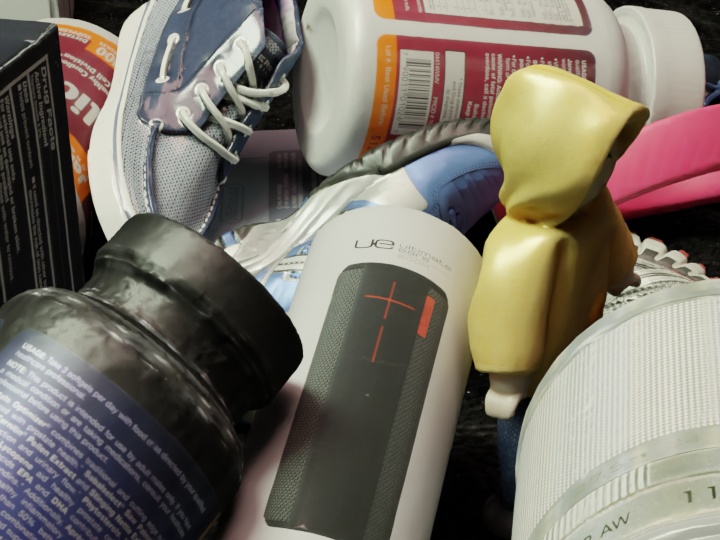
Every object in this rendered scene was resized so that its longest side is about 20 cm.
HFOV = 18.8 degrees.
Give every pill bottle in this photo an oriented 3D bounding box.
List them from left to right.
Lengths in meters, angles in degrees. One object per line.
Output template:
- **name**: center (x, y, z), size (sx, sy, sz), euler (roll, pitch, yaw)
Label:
- **pill bottle**: center (-0.181, -0.045, 1.112), size (0.114, 0.114, 0.200), euler (4, 27, 12)
- **pill bottle**: center (-0.114, 0.078, 0.780), size (0.112, 0.112, 0.200), euler (22, 63, 39)
- **pill bottle**: center (0.073, -0.099, 1.148), size (0.200, 0.110, 0.110), euler (3, 24, -18)

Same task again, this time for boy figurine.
- **boy figurine**: center (0.086, 0.010, 0.890), size (0.064, 0.200, 0.124), euler (14, 26, 28)

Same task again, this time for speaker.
- **speaker**: center (-0.004, 0.067, 0.856), size (0.081, 0.081, 0.200), euler (5, 44, 13)

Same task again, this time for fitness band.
- **fitness band**: center (0.150, -0.043, 1.068), size (0.144, 0.037, 0.200), euler (-23, -9, 33)

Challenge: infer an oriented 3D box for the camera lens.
- **camera lens**: center (0.129, 0.108, 0.732), size (0.160, 0.160, 0.200), euler (1, 27, 6)

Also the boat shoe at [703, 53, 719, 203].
- **boat shoe**: center (0.182, -0.090, 1.230), size (0.084, 0.069, 0.200), euler (-25, 35, -38)

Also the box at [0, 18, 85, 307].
- **box**: center (-0.205, 0.019, 0.891), size (0.123, 0.200, 0.198), euler (6, 26, 16)

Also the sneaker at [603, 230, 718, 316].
- **sneaker**: center (0.140, 0.037, 0.968), size (0.200, 0.078, 0.082), euler (11, 30, 25)

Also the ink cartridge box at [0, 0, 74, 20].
- **ink cartridge box**: center (-0.267, -0.188, 1.442), size (0.145, 0.085, 0.200), euler (-4, 28, -4)

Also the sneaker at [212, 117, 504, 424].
- **sneaker**: center (0.000, 0.000, 1.019), size (0.200, 0.076, 0.077), euler (-32, 66, -5)

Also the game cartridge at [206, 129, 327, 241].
- **game cartridge**: center (-0.023, -0.023, 1.149), size (0.133, 0.041, 0.200), euler (1, 26, -2)

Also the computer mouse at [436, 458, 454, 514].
- **computer mouse**: center (-0.044, 0.116, 0.881), size (0.200, 0.034, 0.059), euler (-24, 54, -28)

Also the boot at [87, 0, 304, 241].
- **boot**: center (-0.079, -0.084, 1.102), size (0.090, 0.073, 0.200), euler (-27, 42, 25)
